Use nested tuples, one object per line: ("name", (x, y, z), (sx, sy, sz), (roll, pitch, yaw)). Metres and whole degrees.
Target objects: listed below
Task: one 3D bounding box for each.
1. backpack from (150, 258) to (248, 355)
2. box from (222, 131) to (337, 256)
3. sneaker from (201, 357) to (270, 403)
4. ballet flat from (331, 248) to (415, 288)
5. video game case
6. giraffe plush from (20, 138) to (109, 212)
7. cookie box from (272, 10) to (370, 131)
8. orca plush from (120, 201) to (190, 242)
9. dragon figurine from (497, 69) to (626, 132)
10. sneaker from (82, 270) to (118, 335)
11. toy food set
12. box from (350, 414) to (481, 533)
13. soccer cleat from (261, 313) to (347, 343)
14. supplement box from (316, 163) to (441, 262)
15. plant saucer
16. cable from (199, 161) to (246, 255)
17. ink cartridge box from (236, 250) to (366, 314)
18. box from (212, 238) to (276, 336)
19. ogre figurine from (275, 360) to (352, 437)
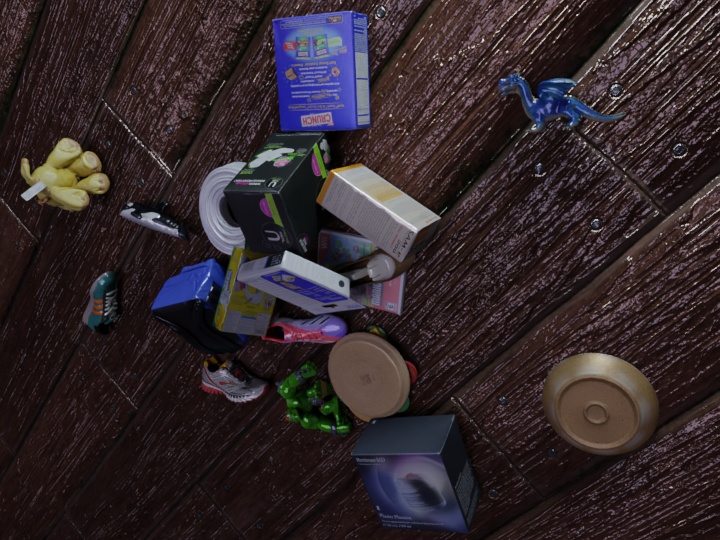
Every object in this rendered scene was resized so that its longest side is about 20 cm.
("backpack", (-0.329, 0.086, 1.343), (0.162, 0.169, 0.200), (-10, 133, 33))
("box", (-0.135, -0.147, 1.120), (0.123, 0.201, 0.149), (6, 134, 27))
("sneaker", (-0.307, 0.261, 1.432), (0.199, 0.078, 0.083), (8, 108, 26))
("ballet flat", (0.012, 0.000, 1.164), (0.199, 0.072, 0.068), (-14, 99, 30))
("video game case", (0.000, 0.000, 1.223), (0.199, 0.017, 0.144), (13, 111, 24))
("giraffe plush", (-0.750, -0.213, 1.490), (0.162, 0.199, 0.174), (-14, 104, 60))
("cookie box", (-0.071, -0.366, 1.115), (0.170, 0.075, 0.202), (6, 108, 26))
("orca plush", (-0.475, -0.134, 1.404), (0.199, 0.105, 0.072), (16, 78, 34))
("dragon figurine", (0.314, -0.275, 0.948), (0.199, 0.059, 0.100), (3, 107, 29))
("sneaker", (-0.674, 0.089, 1.583), (0.080, 0.071, 0.201), (37, 124, 8))
("toy food set", (0.022, 0.222, 1.262), (0.197, 0.049, 0.201), (-34, 87, 31))
("box", (0.114, 0.412, 1.210), (0.199, 0.123, 0.200), (-11, 109, 29))
("soccer cleat", (-0.122, 0.133, 1.294), (0.199, 0.076, 0.067), (-1, 106, 29))
("supplement box", (0.035, -0.111, 1.107), (0.199, 0.126, 0.074), (36, 118, 14))
("plant saucer", (0.423, 0.248, 1.064), (0.199, 0.035, 0.202), (9, 109, 25))
("cable", (-0.265, -0.131, 1.293), (0.200, 0.069, 0.200), (44, 120, 10))
("ink cartridge box", (-0.114, 0.029, 1.169), (0.198, 0.199, 0.044), (-12, 56, 54))
("box", (-0.231, 0.033, 1.258), (0.048, 0.117, 0.201), (22, 96, 47))
("ogre figurine", (-0.107, 0.294, 1.327), (0.119, 0.099, 0.200), (-16, 136, 28))
